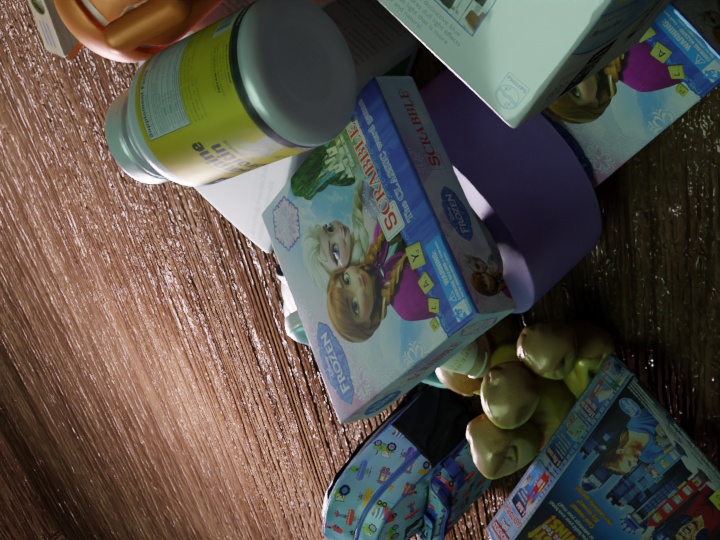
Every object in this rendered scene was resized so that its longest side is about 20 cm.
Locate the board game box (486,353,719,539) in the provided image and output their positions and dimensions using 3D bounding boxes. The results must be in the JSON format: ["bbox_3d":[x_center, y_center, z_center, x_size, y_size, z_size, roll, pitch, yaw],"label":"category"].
[{"bbox_3d":[0.227,0.218,0.995,0.200,0.200,0.062,47,-176,-14],"label":"board game box"}]

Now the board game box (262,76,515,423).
[{"bbox_3d":[0.011,-0.011,0.849,0.200,0.041,0.201,-45,60,47],"label":"board game box"}]

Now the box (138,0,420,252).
[{"bbox_3d":[-0.084,-0.173,1.009,0.200,0.171,0.199,42,147,14],"label":"box"}]

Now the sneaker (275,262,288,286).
[{"bbox_3d":[0.000,0.000,1.012,0.199,0.072,0.083,-4,140,50],"label":"sneaker"}]

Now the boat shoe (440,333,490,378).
[{"bbox_3d":[0.087,0.033,1.030,0.063,0.201,0.073,28,111,-12],"label":"boat shoe"}]

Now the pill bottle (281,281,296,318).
[{"bbox_3d":[-0.025,0.001,1.184,0.111,0.111,0.200,45,150,10],"label":"pill bottle"}]

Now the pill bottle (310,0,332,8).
[{"bbox_3d":[-0.056,-0.317,0.872,0.201,0.114,0.114,57,149,-11],"label":"pill bottle"}]

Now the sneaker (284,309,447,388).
[{"bbox_3d":[0.018,0.084,1.136,0.074,0.199,0.082,125,148,-55],"label":"sneaker"}]

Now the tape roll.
[{"bbox_3d":[0.102,-0.066,0.919,0.200,0.085,0.200,45,166,15],"label":"tape roll"}]

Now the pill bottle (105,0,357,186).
[{"bbox_3d":[-0.106,-0.127,0.827,0.199,0.112,0.112,-13,113,43],"label":"pill bottle"}]

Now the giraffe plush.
[{"bbox_3d":[0.143,0.096,1.057,0.162,0.173,0.200,39,-176,37],"label":"giraffe plush"}]

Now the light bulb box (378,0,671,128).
[{"bbox_3d":[0.137,-0.216,0.602,0.125,0.198,0.200,44,133,8],"label":"light bulb box"}]

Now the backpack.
[{"bbox_3d":[0.051,0.255,1.271,0.134,0.200,0.183,37,146,22],"label":"backpack"}]

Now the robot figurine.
[{"bbox_3d":[-0.159,-0.237,0.830,0.199,0.116,0.145,-32,79,33],"label":"robot figurine"}]

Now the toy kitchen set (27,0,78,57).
[{"bbox_3d":[-0.441,-0.355,1.295,0.199,0.163,0.181,25,142,37],"label":"toy kitchen set"}]

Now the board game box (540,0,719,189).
[{"bbox_3d":[0.160,-0.178,0.809,0.200,0.041,0.200,48,151,4],"label":"board game box"}]
